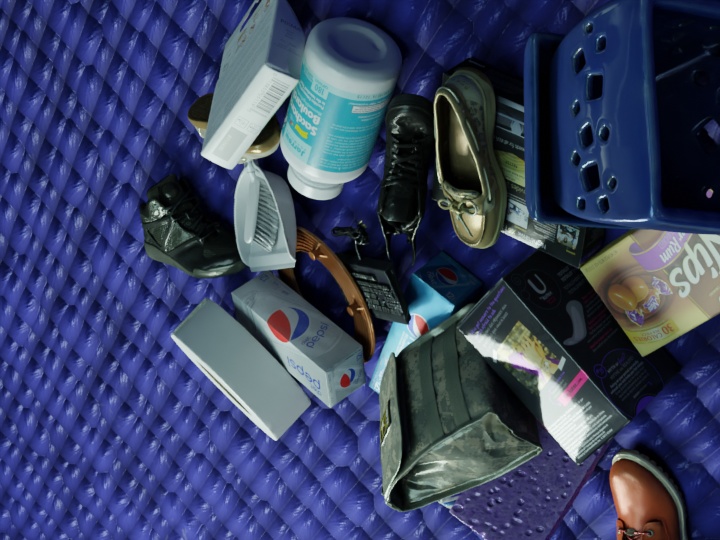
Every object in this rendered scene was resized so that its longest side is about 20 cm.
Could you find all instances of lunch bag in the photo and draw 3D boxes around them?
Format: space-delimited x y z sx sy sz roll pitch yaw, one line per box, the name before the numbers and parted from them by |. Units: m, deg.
lunch bag | 0.092 0.162 1.626 0.199 0.165 0.117 -34 128 28

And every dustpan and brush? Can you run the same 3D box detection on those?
dustpan and brush | -0.129 -0.104 1.800 0.139 0.057 0.203 -6 80 60

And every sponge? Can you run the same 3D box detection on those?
sponge | 0.199 0.223 1.621 0.111 0.201 0.030 32 175 23

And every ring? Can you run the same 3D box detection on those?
ring | -0.051 0.035 1.810 0.200 0.019 0.202 43 152 30

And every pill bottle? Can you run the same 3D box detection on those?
pill bottle | -0.028 -0.177 1.628 0.110 0.110 0.201 38 135 19

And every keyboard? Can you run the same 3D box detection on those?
keyboard | 0.000 0.000 1.718 0.200 0.020 0.129 9 120 69

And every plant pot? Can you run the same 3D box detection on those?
plant pot | 0.258 -0.129 1.296 0.179 0.198 0.203 -5 85 51

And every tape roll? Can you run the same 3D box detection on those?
tape roll | -0.159 0.131 1.900 0.202 0.071 0.203 44 171 9

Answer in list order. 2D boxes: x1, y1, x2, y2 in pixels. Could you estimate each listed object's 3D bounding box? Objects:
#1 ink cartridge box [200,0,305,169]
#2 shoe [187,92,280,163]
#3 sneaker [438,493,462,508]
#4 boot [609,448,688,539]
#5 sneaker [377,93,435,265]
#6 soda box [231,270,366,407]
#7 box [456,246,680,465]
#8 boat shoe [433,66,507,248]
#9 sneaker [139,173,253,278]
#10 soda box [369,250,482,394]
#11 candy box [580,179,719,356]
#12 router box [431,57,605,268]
ink cartridge box | -0.116 -0.238 1.638 0.050 0.202 0.161 26 133 -18
shoe | -0.144 -0.169 1.736 0.199 0.070 0.054 31 160 55
sneaker | 0.158 0.243 1.686 0.198 0.146 0.082 6 119 42
boot | 0.317 0.305 1.609 0.075 0.107 0.202 -10 106 47
sneaker | 0.051 -0.099 1.585 0.059 0.106 0.201 6 152 3
soda box | -0.079 0.084 1.819 0.199 0.063 0.069 38 148 37
box | 0.224 0.084 1.545 0.200 0.122 0.106 49 137 8
boat shoe | 0.106 -0.109 1.500 0.073 0.063 0.203 12 124 37
sneaker | -0.226 -0.059 1.913 0.198 0.076 0.116 19 133 41
soda box | 0.077 0.079 1.723 0.068 0.064 0.201 37 135 19
candy box | 0.328 -0.008 1.441 0.117 0.056 0.200 55 139 2
router box | 0.173 -0.115 1.521 0.199 0.052 0.159 28 132 28
